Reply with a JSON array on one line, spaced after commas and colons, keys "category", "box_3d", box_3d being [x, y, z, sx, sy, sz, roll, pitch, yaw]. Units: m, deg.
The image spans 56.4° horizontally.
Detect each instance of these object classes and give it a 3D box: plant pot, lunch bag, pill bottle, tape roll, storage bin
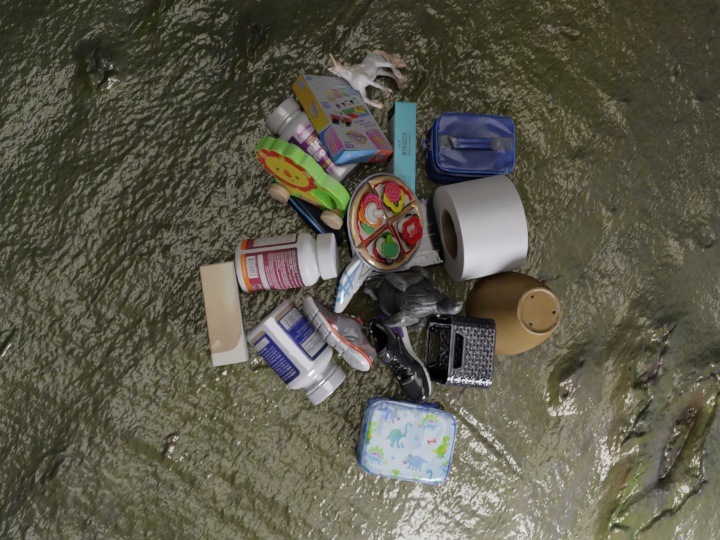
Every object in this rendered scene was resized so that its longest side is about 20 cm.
[{"category": "plant pot", "box_3d": [0.337, 0.088, 1.402, 0.184, 0.200, 0.189, 1, 86, -8]}, {"category": "lunch bag", "box_3d": [0.098, 0.353, 1.408, 0.197, 0.082, 0.163, 11, 85, -6]}, {"category": "pill bottle", "box_3d": [-0.148, -0.019, 1.373, 0.197, 0.110, 0.111, -7, 86, 6]}, {"category": "lunch bag", "box_3d": [0.230, -0.266, 1.449, 0.197, 0.132, 0.138, 0, 84, -8]}, {"category": "pill bottle", "box_3d": [-0.102, -0.264, 1.417, 0.200, 0.112, 0.112, 44, 82, -3]}, {"category": "pill bottle", "box_3d": [-0.127, 0.171, 1.375, 0.120, 0.120, 0.200, -41, 91, -9]}, {"category": "tape roll", "box_3d": [0.246, -0.089, 1.404, 0.137, 0.203, 0.205, -11, 87, -7]}, {"category": "storage bin", "box_3d": [0.200, 0.164, 1.376, 0.093, 0.200, 0.137, 6, 84, -7]}]

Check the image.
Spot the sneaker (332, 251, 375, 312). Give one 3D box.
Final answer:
[{"category": "sneaker", "box_3d": [0.000, 0.000, 1.380, 0.072, 0.072, 0.202, 27, 89, 0]}]

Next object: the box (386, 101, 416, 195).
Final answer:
[{"category": "box", "box_3d": [0.088, -0.255, 1.457, 0.049, 0.082, 0.203, 2, 85, -9]}]

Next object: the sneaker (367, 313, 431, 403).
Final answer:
[{"category": "sneaker", "box_3d": [0.071, 0.187, 1.395, 0.087, 0.076, 0.202, -5, 64, -51]}]

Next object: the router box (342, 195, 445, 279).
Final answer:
[{"category": "router box", "box_3d": [0.071, -0.067, 1.449, 0.198, 0.051, 0.151, -11, 87, -4]}]

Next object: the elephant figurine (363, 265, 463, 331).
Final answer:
[{"category": "elephant figurine", "box_3d": [0.100, 0.054, 1.327, 0.155, 0.200, 0.142, -37, 89, 5]}]

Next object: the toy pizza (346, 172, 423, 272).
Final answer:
[{"category": "toy pizza", "box_3d": [0.058, -0.097, 1.354, 0.198, 0.032, 0.203, 1, 89, -37]}]

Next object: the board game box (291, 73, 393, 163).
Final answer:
[{"category": "board game box", "box_3d": [-0.036, -0.316, 1.399, 0.152, 0.040, 0.201, -11, 66, -46]}]

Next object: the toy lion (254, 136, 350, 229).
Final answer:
[{"category": "toy lion", "box_3d": [-0.111, -0.179, 1.305, 0.198, 0.192, 0.069, 28, 73, 6]}]

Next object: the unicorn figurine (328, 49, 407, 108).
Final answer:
[{"category": "unicorn figurine", "box_3d": [0.015, -0.421, 1.448, 0.137, 0.074, 0.200, 37, 39, 1]}]

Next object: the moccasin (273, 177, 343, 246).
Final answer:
[{"category": "moccasin", "box_3d": [-0.100, -0.138, 1.424, 0.068, 0.080, 0.200, -41, 92, -9]}]

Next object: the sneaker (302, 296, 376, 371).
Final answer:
[{"category": "sneaker", "box_3d": [-0.039, 0.120, 1.425, 0.200, 0.077, 0.082, 47, 62, -7]}]

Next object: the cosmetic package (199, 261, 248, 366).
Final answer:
[{"category": "cosmetic package", "box_3d": [-0.277, 0.089, 1.371, 0.070, 0.105, 0.203, -8, 85, -8]}]
